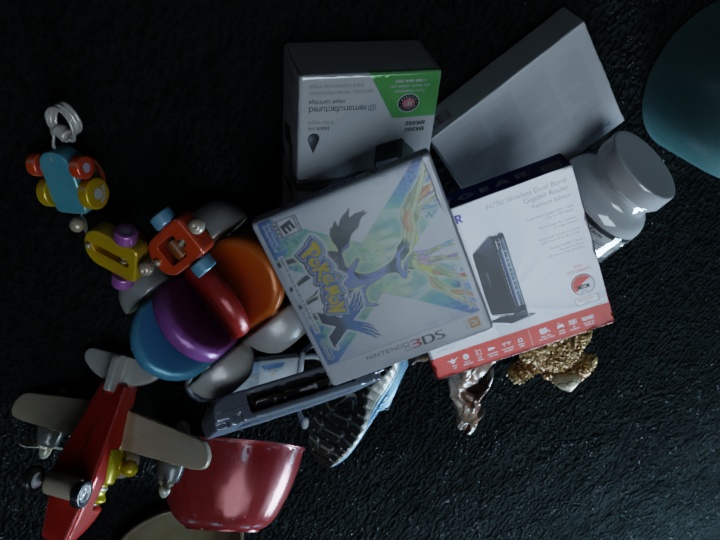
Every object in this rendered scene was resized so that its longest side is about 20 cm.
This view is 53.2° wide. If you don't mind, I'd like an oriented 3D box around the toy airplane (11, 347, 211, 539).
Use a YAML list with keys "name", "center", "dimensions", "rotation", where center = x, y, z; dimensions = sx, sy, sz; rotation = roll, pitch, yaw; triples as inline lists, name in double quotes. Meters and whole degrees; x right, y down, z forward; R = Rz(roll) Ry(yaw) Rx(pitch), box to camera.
- name: "toy airplane"
  center: [-0.297, 0.195, 0.850]
  dimensions: [0.198, 0.201, 0.142]
  rotation: [-28, 149, -12]

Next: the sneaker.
- name: "sneaker"
  center: [0.009, 0.187, 0.988]
  dimensions: [0.201, 0.078, 0.090]
  rotation: [-55, 143, -5]

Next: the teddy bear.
- name: "teddy bear"
  center: [0.284, 0.121, 1.074]
  dimensions: [0.143, 0.067, 0.201]
  rotation: [-23, 131, 1]

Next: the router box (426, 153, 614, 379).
- name: "router box"
  center: [0.142, 0.000, 0.751]
  dimensions: [0.198, 0.049, 0.181]
  rotation: [-20, 111, 9]

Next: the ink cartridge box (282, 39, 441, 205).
- name: "ink cartridge box"
  center: [-0.005, -0.128, 0.754]
  dimensions: [0.144, 0.084, 0.202]
  rotation: [-7, 130, -15]

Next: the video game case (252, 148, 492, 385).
- name: "video game case"
  center: [0.016, 0.005, 0.709]
  dimensions: [0.180, 0.022, 0.202]
  rotation: [-20, 114, 9]

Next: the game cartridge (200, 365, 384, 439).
- name: "game cartridge"
  center: [-0.083, 0.145, 0.830]
  dimensions: [0.198, 0.042, 0.133]
  rotation: [-14, 172, -24]

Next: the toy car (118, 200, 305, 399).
- name: "toy car"
  center: [-0.159, 0.039, 0.751]
  dimensions: [0.199, 0.150, 0.176]
  rotation: [-38, 95, 7]

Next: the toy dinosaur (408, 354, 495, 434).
- name: "toy dinosaur"
  center: [0.165, 0.123, 1.022]
  dimensions: [0.135, 0.086, 0.201]
  rotation: [22, 111, -34]

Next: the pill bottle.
- name: "pill bottle"
  center: [0.260, -0.064, 0.851]
  dimensions: [0.115, 0.118, 0.200]
  rotation: [14, 140, -29]

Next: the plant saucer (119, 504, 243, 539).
- name: "plant saucer"
  center: [-0.283, 0.424, 1.122]
  dimensions: [0.197, 0.030, 0.202]
  rotation: [-11, 129, -14]

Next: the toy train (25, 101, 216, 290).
- name: "toy train"
  center: [-0.222, -0.065, 0.687]
  dimensions: [0.200, 0.056, 0.150]
  rotation: [48, 128, -6]

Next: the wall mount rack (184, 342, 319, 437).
- name: "wall mount rack"
  center: [-0.123, 0.138, 0.927]
  dimensions: [0.197, 0.075, 0.176]
  rotation: [-5, 126, -19]

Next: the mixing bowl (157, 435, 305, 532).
- name: "mixing bowl"
  center: [-0.173, 0.279, 0.931]
  dimensions: [0.197, 0.110, 0.200]
  rotation: [2, 161, 1]

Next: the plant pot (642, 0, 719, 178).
- name: "plant pot"
  center: [0.461, -0.191, 0.833]
  dimensions: [0.198, 0.162, 0.202]
  rotation: [-11, 130, -13]

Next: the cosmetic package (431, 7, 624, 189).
- name: "cosmetic package"
  center: [0.184, -0.170, 0.816]
  dimensions: [0.199, 0.052, 0.151]
  rotation: [-36, 129, 9]
